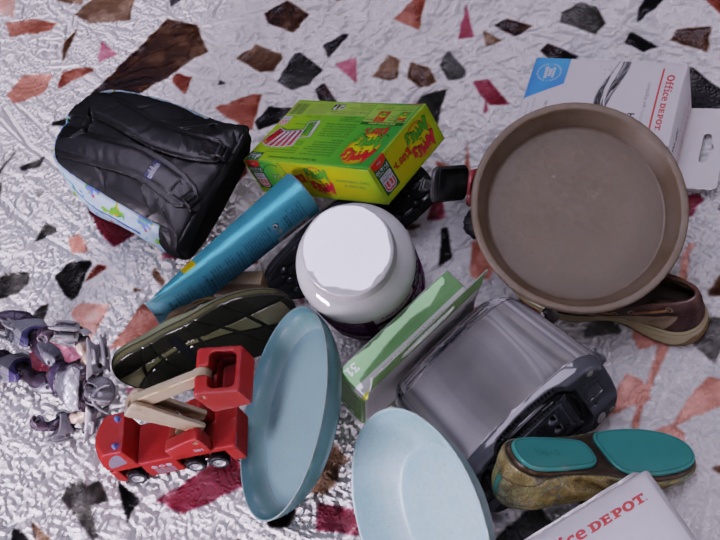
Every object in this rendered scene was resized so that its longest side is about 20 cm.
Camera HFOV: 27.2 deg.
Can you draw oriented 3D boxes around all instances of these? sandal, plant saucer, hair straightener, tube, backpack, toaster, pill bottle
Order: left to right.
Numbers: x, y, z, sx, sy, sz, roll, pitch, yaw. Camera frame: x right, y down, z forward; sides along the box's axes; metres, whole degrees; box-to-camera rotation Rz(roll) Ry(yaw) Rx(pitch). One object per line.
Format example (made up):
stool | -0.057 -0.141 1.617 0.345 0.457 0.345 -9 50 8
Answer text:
backpack | -0.235 -0.111 1.603 0.199 0.154 0.164 25 72 7
sandal | -0.158 0.056 1.467 0.200 0.080 0.057 -19 40 17
tube | -0.131 -0.016 1.507 0.200 0.078 0.050 -41 63 -9
plant saucer | -0.062 0.134 1.374 0.027 0.200 0.201 13 54 -22
pill bottle | 0.000 0.000 1.387 0.112 0.200 0.113 -1 80 7
plant saucer | 0.062 0.212 1.279 0.039 0.202 0.201 -12 46 -33
hair straightener | 0.097 -0.094 1.463 0.077 0.200 0.041 6 103 16
toaster | 0.123 0.121 1.343 0.200 0.114 0.129 -44 52 -1
plant saucer | 0.199 -0.056 1.360 0.199 0.029 0.201 0 76 0

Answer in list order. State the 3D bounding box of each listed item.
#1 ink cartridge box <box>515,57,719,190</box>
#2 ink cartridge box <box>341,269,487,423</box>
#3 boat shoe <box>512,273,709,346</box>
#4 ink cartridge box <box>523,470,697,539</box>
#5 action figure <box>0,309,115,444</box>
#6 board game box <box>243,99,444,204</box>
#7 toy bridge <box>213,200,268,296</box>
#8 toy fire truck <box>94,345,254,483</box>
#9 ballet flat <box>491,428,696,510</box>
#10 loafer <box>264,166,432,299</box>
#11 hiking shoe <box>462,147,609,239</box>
ink cartridge box | 0.264 -0.149 1.493 0.199 0.068 0.116 5 54 21
ink cartridge box | 0.044 0.060 1.355 0.145 0.200 0.048 -43 76 -12
boat shoe | 0.230 0.012 1.403 0.199 0.072 0.072 19 65 28
ink cartridge box | 0.230 0.289 1.216 0.144 0.084 0.200 -30 54 -3
action figure | -0.313 0.104 1.503 0.200 0.069 0.131 20 101 41
board game box | -0.020 -0.125 1.537 0.200 0.048 0.102 9 51 48
toy bridge | -0.128 0.012 1.545 0.067 0.027 0.201 0 59 19
toy fire truck | -0.174 0.138 1.398 0.199 0.141 0.049 -13 55 18
ballet flat | 0.199 0.177 1.293 0.199 0.071 0.071 2 48 -28
loafer | -0.012 -0.040 1.527 0.200 0.068 0.070 -36 19 1
hiking shoe | 0.192 -0.068 1.420 0.199 0.076 0.101 -2 96 -15
